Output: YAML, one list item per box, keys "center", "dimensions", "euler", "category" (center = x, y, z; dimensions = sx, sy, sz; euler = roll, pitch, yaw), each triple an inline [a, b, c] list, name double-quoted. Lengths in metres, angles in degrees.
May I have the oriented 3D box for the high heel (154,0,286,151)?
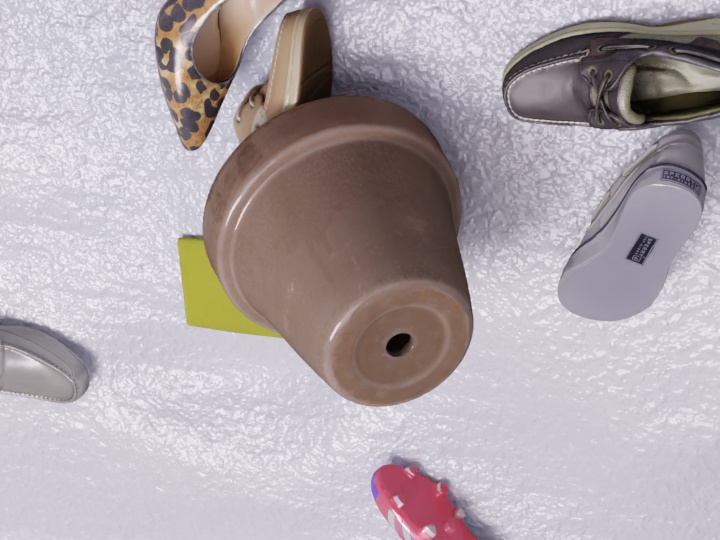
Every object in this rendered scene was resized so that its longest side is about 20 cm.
- center: [-0.074, -0.173, 1.167]
  dimensions: [0.141, 0.071, 0.202]
  euler: [17, 107, 30]
  category: "high heel"

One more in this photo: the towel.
- center: [-0.056, 0.017, 1.359]
  dimensions: [0.198, 0.018, 0.087]
  euler: [6, 118, 16]
  category: "towel"

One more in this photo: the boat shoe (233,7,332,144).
- center: [-0.068, -0.109, 1.244]
  dimensions: [0.064, 0.071, 0.202]
  euler: [19, 121, 15]
  category: "boat shoe"

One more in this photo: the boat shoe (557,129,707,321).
- center: [0.203, -0.032, 1.209]
  dimensions: [0.071, 0.066, 0.201]
  euler: [19, 147, 1]
  category: "boat shoe"

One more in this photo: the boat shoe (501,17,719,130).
- center: [0.191, -0.134, 1.147]
  dimensions: [0.199, 0.066, 0.072]
  euler: [-5, 121, 21]
  category: "boat shoe"

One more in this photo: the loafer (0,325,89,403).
- center: [-0.341, 0.082, 1.459]
  dimensions: [0.198, 0.070, 0.071]
  euler: [15, 125, 9]
  category: "loafer"

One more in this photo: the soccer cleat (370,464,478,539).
- center: [0.076, 0.251, 1.437]
  dimensions: [0.199, 0.067, 0.076]
  euler: [39, 130, -12]
  category: "soccer cleat"

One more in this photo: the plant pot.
- center: [0.000, 0.000, 1.183]
  dimensions: [0.198, 0.175, 0.202]
  euler: [-11, 129, -14]
  category: "plant pot"
